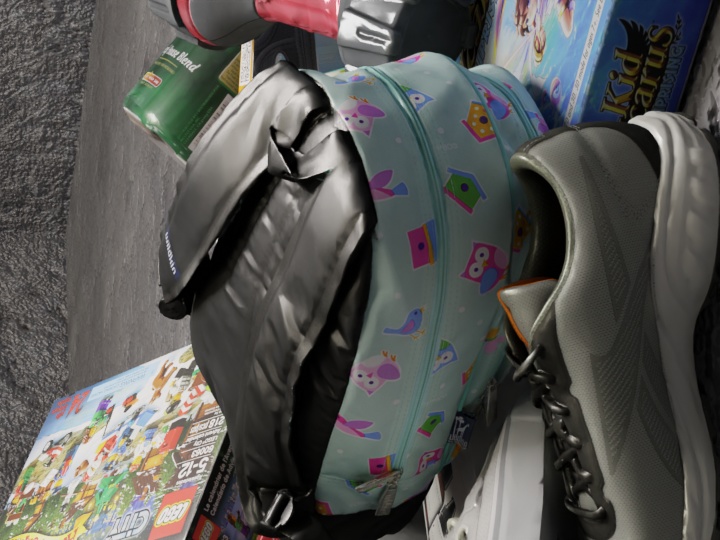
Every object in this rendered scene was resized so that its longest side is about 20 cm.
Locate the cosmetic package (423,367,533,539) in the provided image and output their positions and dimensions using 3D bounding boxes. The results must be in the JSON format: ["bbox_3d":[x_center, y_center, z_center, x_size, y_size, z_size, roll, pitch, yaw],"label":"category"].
[{"bbox_3d":[0.053,0.039,0.823,0.083,0.050,0.202,114,155,-53],"label":"cosmetic package"}]

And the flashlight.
[{"bbox_3d":[-0.029,-0.126,0.830,0.199,0.068,0.068,28,136,48],"label":"flashlight"}]

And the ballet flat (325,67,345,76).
[{"bbox_3d":[-0.010,-0.005,0.851,0.076,0.063,0.203,152,119,-74],"label":"ballet flat"}]

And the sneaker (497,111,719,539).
[{"bbox_3d":[0.087,0.043,0.630,0.074,0.078,0.203,177,92,-74],"label":"sneaker"}]

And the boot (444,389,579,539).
[{"bbox_3d":[0.036,0.117,0.666,0.200,0.095,0.074,-67,-43,-63],"label":"boot"}]

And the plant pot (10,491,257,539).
[{"bbox_3d":[-0.111,0.196,1.059,0.201,0.180,0.200,63,155,25],"label":"plant pot"}]

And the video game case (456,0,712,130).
[{"bbox_3d":[0.091,-0.131,0.716,0.182,0.045,0.202,-105,23,-53],"label":"video game case"}]

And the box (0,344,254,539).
[{"bbox_3d":[-0.117,0.109,0.893,0.199,0.038,0.138,-23,36,42],"label":"box"}]

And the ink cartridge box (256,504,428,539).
[{"bbox_3d":[-0.029,0.213,0.867,0.144,0.083,0.202,-18,-53,-81],"label":"ink cartridge box"}]

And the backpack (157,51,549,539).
[{"bbox_3d":[0.000,0.000,0.712,0.168,0.125,0.201,57,145,31],"label":"backpack"}]

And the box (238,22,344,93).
[{"bbox_3d":[-0.005,-0.137,0.946,0.041,0.117,0.203,-159,72,-75],"label":"box"}]

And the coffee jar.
[{"bbox_3d":[-0.047,-0.143,1.013,0.200,0.085,0.104,-50,22,-3],"label":"coffee jar"}]
